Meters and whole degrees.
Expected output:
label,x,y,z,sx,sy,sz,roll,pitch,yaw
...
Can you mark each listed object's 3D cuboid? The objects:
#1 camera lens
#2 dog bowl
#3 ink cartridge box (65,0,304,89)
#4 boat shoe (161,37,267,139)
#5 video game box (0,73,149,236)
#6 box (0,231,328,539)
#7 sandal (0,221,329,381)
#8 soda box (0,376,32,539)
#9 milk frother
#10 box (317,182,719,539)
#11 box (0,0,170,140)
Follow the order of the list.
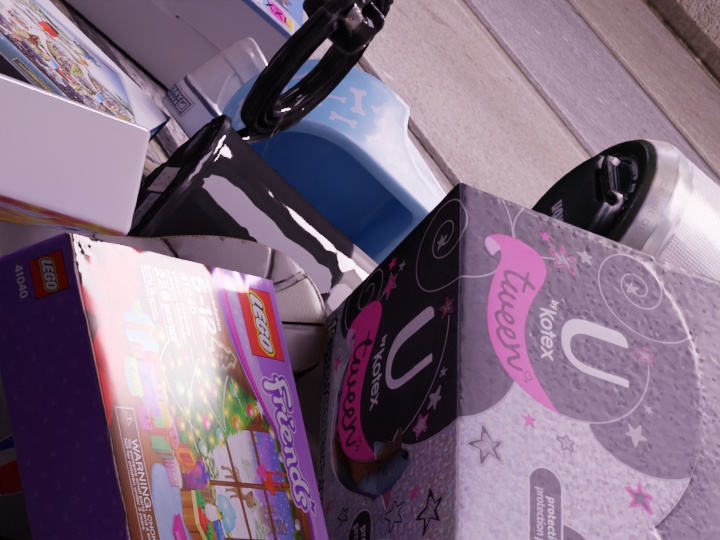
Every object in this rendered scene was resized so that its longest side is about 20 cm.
label,x,y,z,sx,sy,sz,roll,pitch,yaw
camera lens,0.190,0.031,1.700,0.200,0.160,0.160,40,15,-17
dog bowl,0.008,-0.008,1.323,0.200,0.111,0.050,44,30,-8
ink cartridge box,-0.104,-0.176,1.660,0.136,0.076,0.200,40,13,-13
boat shoe,-0.022,-0.039,1.454,0.200,0.066,0.072,50,1,-27
video game box,-0.200,-0.057,0.929,0.182,0.047,0.200,11,-4,31
box,-0.056,0.094,0.929,0.137,0.039,0.200,14,60,-63
sandal,-0.111,0.013,1.076,0.200,0.055,0.082,8,62,-22
soda box,-0.151,0.034,0.949,0.200,0.068,0.063,26,24,-49
milk frother,0.000,0.000,1.198,0.188,0.200,0.181,41,11,-11
box,0.061,0.090,1.044,0.132,0.115,0.200,20,50,-22
box,-0.189,-0.120,1.341,0.200,0.038,0.137,44,14,-1
